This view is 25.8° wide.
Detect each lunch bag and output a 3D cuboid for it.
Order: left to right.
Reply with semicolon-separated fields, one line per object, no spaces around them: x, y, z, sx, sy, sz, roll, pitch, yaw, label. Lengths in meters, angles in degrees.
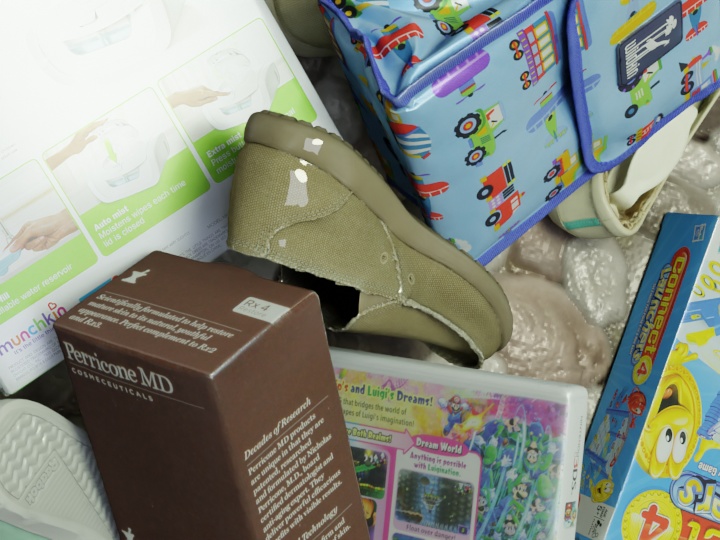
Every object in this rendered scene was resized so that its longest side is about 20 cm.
0.098;-0.111;0.770;0.199;0.094;0.151;-29;143;-3;lunch bag

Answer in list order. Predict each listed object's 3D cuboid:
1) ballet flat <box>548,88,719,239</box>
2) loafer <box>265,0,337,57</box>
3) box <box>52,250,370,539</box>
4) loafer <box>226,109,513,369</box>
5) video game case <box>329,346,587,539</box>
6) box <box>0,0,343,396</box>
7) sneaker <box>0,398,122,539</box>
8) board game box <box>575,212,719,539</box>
0.175;-0.102;0.869;0.069;0.069;0.201;35;82;-18;ballet flat
0.050;-0.151;0.819;0.199;0.068;0.076;-17;99;-18;loafer
-0.057;0.099;0.706;0.075;0.100;0.201;-37;127;-40;box
0.000;0.000;0.730;0.200;0.076;0.068;40;79;-42;loafer
0.012;0.134;0.769;0.024;0.199;0.183;3;93;-53;video game case
-0.135;-0.072;0.743;0.200;0.097;0.177;-35;104;-14;box
-0.158;0.116;0.769;0.200;0.118;0.074;47;49;-47;sneaker
0.237;0.093;0.910;0.199;0.056;0.197;21;86;-20;board game box
